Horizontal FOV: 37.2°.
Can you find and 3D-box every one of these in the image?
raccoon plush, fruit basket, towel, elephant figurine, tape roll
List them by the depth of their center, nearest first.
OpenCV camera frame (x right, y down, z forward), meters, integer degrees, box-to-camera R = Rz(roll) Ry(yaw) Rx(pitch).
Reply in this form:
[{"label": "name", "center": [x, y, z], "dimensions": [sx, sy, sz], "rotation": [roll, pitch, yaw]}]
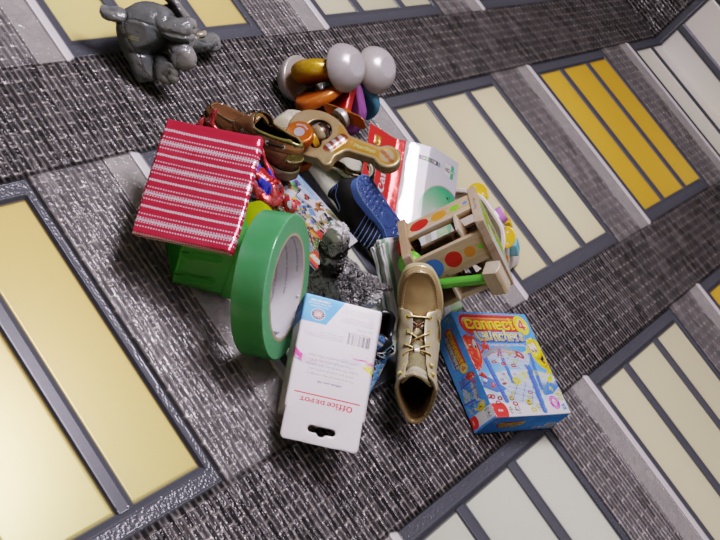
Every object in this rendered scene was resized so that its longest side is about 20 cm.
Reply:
[{"label": "towel", "center": [-0.219, -0.116, 1.461], "dimensions": [0.143, 0.023, 0.202], "rotation": [11, 58, 0]}, {"label": "tape roll", "center": [-0.121, 0.020, 1.470], "dimensions": [0.047, 0.203, 0.201], "rotation": [9, 37, 12]}, {"label": "fruit basket", "center": [-0.181, -0.068, 1.541], "dimensions": [0.213, 0.156, 0.218], "rotation": [12, 51, -15]}, {"label": "raccoon plush", "center": [0.000, 0.000, 1.615], "dimensions": [0.097, 0.201, 0.133], "rotation": [44, 48, 20]}, {"label": "elephant figurine", "center": [-0.315, -0.389, 1.727], "dimensions": [0.139, 0.157, 0.201], "rotation": [-4, 33, 5]}, {"label": "towel", "center": [0.096, 0.013, 1.789], "dimensions": [0.199, 0.030, 0.151], "rotation": [-12, 93, -52]}]

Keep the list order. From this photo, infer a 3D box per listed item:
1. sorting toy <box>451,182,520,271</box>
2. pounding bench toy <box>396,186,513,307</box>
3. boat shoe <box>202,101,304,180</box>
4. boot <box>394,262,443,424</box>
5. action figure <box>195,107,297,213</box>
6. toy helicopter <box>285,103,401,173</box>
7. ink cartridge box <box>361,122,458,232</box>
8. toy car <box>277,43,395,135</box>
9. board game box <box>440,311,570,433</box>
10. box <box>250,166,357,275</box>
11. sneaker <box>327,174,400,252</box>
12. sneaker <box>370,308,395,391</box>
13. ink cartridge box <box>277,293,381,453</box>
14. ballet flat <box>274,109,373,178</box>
[{"label": "sorting toy", "center": [0.245, -0.076, 2.018], "dimensions": [0.201, 0.106, 0.180], "rotation": [59, 19, 16]}, {"label": "pounding bench toy", "center": [0.141, -0.008, 1.659], "dimensions": [0.125, 0.154, 0.201], "rotation": [60, 12, -26]}, {"label": "boat shoe", "center": [-0.166, -0.225, 1.706], "dimensions": [0.199, 0.069, 0.072], "rotation": [34, 35, 18]}, {"label": "boot", "center": [0.084, 0.106, 1.579], "dimensions": [0.072, 0.203, 0.156], "rotation": [4, 26, 3]}, {"label": "action figure", "center": [-0.170, -0.162, 1.643], "dimensions": [0.200, 0.052, 0.065], "rotation": [47, 33, -3]}, {"label": "toy helicopter", "center": [-0.024, -0.213, 1.758], "dimensions": [0.198, 0.079, 0.133], "rotation": [19, 57, 8]}, {"label": "ink cartridge box", "center": [0.088, -0.153, 1.884], "dimensions": [0.199, 0.050, 0.163], "rotation": [27, 63, -40]}, {"label": "toy car", "center": [-0.038, -0.314, 1.901], "dimensions": [0.199, 0.174, 0.152], "rotation": [-8, 92, -48]}, {"label": "board game box", "center": [0.236, 0.169, 1.794], "dimensions": [0.198, 0.056, 0.198], "rotation": [4, 54, -43]}, {"label": "box", "center": [-0.110, -0.086, 1.702], "dimensions": [0.200, 0.038, 0.136], "rotation": [48, 36, 1]}, {"label": "sneaker", "center": [0.019, -0.070, 1.795], "dimensions": [0.070, 0.077, 0.201], "rotation": [-50, 119, -43]}, {"label": "sneaker", "center": [0.004, 0.126, 1.574], "dimensions": [0.078, 0.090, 0.201], "rotation": [35, 41, -15]}, {"label": "ink cartridge box", "center": [-0.046, 0.146, 1.470], "dimensions": [0.114, 0.068, 0.203], "rotation": [14, 70, -10]}, {"label": "ballet flat", "center": [-0.058, -0.216, 1.838], "dimensions": [0.198, 0.068, 0.062], "rotation": [27, 1, -25]}]
